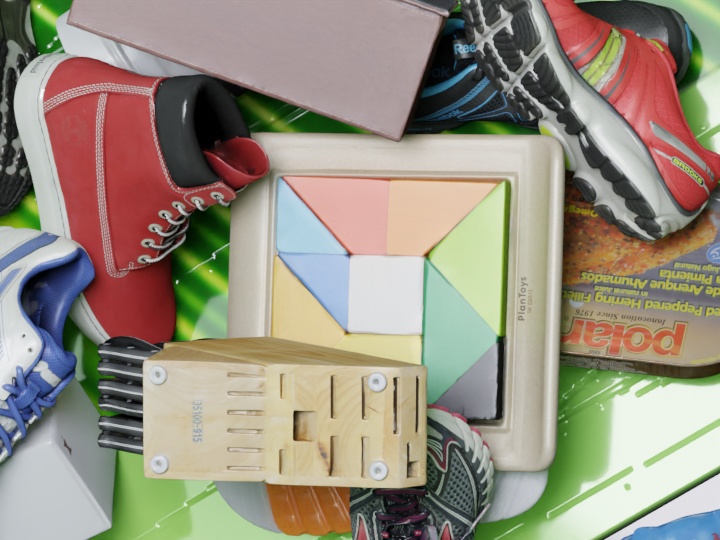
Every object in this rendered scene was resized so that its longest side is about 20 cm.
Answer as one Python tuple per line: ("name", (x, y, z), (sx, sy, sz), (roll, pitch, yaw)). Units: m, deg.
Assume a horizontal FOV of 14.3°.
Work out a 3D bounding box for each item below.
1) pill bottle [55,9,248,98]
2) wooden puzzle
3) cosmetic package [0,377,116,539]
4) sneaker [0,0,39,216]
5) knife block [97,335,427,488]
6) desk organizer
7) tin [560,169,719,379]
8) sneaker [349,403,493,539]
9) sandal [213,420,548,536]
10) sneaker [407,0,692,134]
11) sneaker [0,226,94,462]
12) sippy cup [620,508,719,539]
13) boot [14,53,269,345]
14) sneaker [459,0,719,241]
("pill bottle", (-0.073, -0.166, 1.672), (0.200, 0.111, 0.112), (-33, 77, 8))
("wooden puzzle", (0.015, 0.016, 1.594), (0.200, 0.037, 0.185), (1, 88, 19))
("cosmetic package", (-0.246, 0.140, 1.679), (0.200, 0.101, 0.071), (-26, 115, 11))
("sneaker", (-0.244, -0.124, 1.741), (0.088, 0.077, 0.200), (-12, 76, 26))
("knife block", (-0.052, 0.070, 1.554), (0.199, 0.176, 0.064), (1, 96, 10))
("desk organizer", (-0.054, -0.143, 1.583), (0.200, 0.072, 0.077), (20, 102, 2))
("tin", (0.140, 0.002, 1.621), (0.200, 0.042, 0.112), (7, 67, 8))
("sneaker", (0.032, 0.152, 1.572), (0.080, 0.075, 0.200), (3, 129, 16))
("sandal", (0.013, 0.111, 1.647), (0.206, 0.059, 0.079), (3, 101, 19))
("sneaker", (0.089, -0.115, 1.642), (0.200, 0.082, 0.073), (-9, 80, 12))
("sneaker", (-0.205, 0.063, 1.588), (0.088, 0.075, 0.200), (-1, 64, 27))
("sippy cup", (0.193, 0.203, 1.563), (0.177, 0.140, 0.131), (-2, 68, -25))
("boot", (-0.107, -0.026, 1.630), (0.144, 0.072, 0.200), (9, 129, 31))
("sneaker", (0.129, -0.112, 1.592), (0.085, 0.077, 0.200), (-38, 99, -24))
